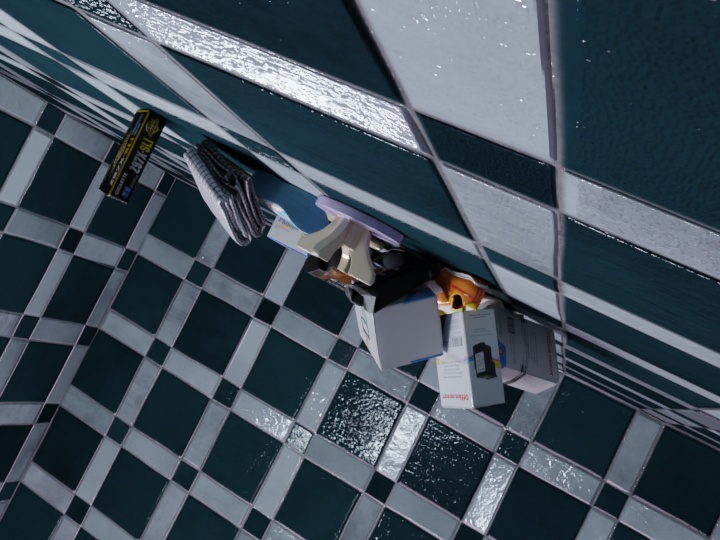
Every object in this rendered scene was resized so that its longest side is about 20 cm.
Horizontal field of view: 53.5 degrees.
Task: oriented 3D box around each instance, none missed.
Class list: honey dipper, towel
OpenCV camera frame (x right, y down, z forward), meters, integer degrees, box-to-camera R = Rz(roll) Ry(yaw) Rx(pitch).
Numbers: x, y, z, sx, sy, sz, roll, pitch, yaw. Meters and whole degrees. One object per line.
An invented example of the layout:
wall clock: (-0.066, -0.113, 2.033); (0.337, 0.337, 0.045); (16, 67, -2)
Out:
honey dipper: (-0.269, -0.223, 1.611); (0.038, 0.038, 0.200); (25, 175, 41)
towel: (-0.283, -0.167, 1.515); (0.166, 0.085, 0.200); (50, 166, 26)

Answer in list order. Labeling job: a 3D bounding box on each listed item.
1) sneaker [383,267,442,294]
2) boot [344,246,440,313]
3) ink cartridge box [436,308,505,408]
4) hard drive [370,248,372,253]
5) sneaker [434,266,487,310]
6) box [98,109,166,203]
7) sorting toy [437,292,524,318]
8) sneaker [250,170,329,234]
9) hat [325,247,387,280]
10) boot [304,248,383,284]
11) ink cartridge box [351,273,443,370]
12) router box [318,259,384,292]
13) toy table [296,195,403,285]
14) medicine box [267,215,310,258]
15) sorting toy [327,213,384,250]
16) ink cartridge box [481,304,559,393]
sneaker: (0.133, 0.005, 1.742); (0.199, 0.105, 0.075); (-10, 132, 33)
boot: (0.046, 0.019, 1.530); (0.164, 0.199, 0.066); (11, 122, 49)
ink cartridge box: (0.229, 0.191, 1.542); (0.082, 0.202, 0.146); (-3, 173, -22)
hard drive: (-0.077, -0.087, 1.712); (0.131, 0.027, 0.200); (24, -178, -41)
sneaker: (0.199, 0.039, 1.526); (0.073, 0.078, 0.200); (26, 180, -15)
box: (-0.499, -0.250, 1.562); (0.049, 0.201, 0.159); (26, 179, -30)
sorting toy: (0.295, 0.095, 1.741); (0.179, 0.108, 0.199); (-2, 157, 44)
sneaker: (-0.149, -0.143, 1.548); (0.199, 0.077, 0.081); (37, 176, 5)
hat: (-0.011, -0.044, 1.836); (0.201, 0.199, 0.081); (83, 167, -87)
boot: (0.000, 0.000, 1.662); (0.188, 0.069, 0.199); (-22, 151, 36)
ink cartridge box: (0.079, 0.101, 1.590); (0.146, 0.147, 0.200); (-12, -160, -9)
router box: (-0.010, -0.002, 2.103); (0.200, 0.157, 0.053); (30, -142, -45)
toy table: (-0.027, -0.060, 1.428); (0.199, 0.118, 0.184); (27, 178, 35)
medicine box: (-0.194, -0.105, 2.498); (0.181, 0.103, 0.200); (26, 178, 25)
sorting toy: (-0.056, -0.106, 1.702); (0.184, 0.037, 0.200); (26, 177, 29)
ink cartridge box: (0.353, 0.186, 1.660); (0.199, 0.147, 0.084); (21, 143, -22)
